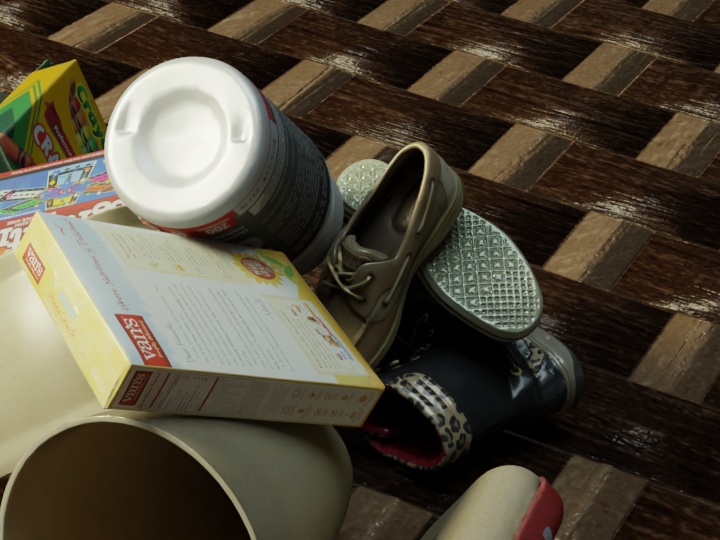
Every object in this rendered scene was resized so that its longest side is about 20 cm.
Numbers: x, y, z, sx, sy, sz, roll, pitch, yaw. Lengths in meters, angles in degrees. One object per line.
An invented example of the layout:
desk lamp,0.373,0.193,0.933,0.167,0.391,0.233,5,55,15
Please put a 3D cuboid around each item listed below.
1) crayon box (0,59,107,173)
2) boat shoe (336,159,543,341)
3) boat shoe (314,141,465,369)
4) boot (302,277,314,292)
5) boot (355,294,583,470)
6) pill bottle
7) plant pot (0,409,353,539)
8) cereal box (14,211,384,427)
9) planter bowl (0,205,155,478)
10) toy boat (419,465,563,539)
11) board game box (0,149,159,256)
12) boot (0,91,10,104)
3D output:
crayon box,-0.259,-0.093,1.559,0.051,0.127,0.200,-14,25,21
boat shoe,0.059,-0.009,1.371,0.075,0.062,0.200,-40,58,-20
boat shoe,0.000,0.000,1.311,0.071,0.065,0.201,24,79,31
boot,-0.135,0.010,1.445,0.150,0.200,0.073,28,65,-19
boot,0.048,0.071,1.383,0.200,0.073,0.150,32,41,33
pill bottle,-0.085,-0.060,1.262,0.113,0.114,0.200,18,-8,21
plant pot,-0.089,0.154,1.150,0.187,0.188,0.200,20,20,23
cereal box,-0.097,0.032,1.128,0.199,0.040,0.144,9,33,-42
planter bowl,-0.182,0.039,1.248,0.200,0.135,0.200,-25,0,0
toy boat,0.084,0.222,1.120,0.131,0.131,0.200,39,35,-1
board game box,-0.219,-0.043,1.364,0.199,0.019,0.103,-11,46,19
boot,-0.359,-0.121,1.664,0.138,0.078,0.200,15,18,24
